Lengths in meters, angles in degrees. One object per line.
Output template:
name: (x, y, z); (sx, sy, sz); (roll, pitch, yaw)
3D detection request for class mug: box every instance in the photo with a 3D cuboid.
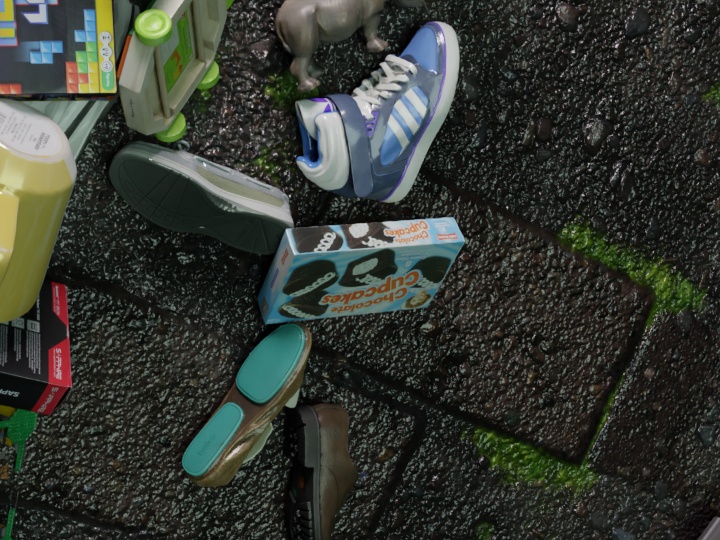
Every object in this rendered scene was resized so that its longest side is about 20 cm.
mug: (-0.307, -0.049, 1.105); (0.149, 0.187, 0.154); (-5, 137, -52)

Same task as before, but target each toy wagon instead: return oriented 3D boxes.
toy wagon: (-0.158, -0.219, 1.197); (0.156, 0.039, 0.201); (95, 20, -61)

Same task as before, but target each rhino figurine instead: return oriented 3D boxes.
rhino figurine: (-0.002, -0.264, 1.307); (0.199, 0.060, 0.088); (-33, 115, -19)

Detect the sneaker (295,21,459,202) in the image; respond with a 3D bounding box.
sneaker: (0.008, -0.172, 1.325); (0.145, 0.080, 0.202); (13, 103, -34)

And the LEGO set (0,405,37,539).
LEGO set: (-0.397, 0.193, 1.217); (0.153, 0.115, 0.203); (-16, 119, -55)

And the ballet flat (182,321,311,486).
ballet flat: (-0.108, 0.146, 1.368); (0.201, 0.068, 0.072); (-55, 142, -3)

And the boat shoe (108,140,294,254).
boat shoe: (-0.154, -0.079, 1.280); (0.200, 0.065, 0.075); (20, 132, -27)

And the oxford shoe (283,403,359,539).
oxford shoe: (-0.036, 0.244, 1.425); (0.083, 0.072, 0.203); (-5, 107, -29)

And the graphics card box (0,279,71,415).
graphics card box: (-0.361, 0.049, 1.164); (0.198, 0.127, 0.051); (17, 132, -32)

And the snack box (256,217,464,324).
snack box: (0.000, 0.000, 1.360); (0.198, 0.037, 0.117); (-5, 144, -27)

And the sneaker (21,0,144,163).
sneaker: (-0.281, -0.179, 1.172); (0.115, 0.076, 0.202); (28, 92, -33)

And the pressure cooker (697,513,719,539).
pressure cooker: (0.489, 0.441, 1.703); (0.175, 0.179, 0.201); (39, 84, 8)

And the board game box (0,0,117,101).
board game box: (-0.296, -0.248, 1.113); (0.163, 0.057, 0.203); (-4, 91, -16)
